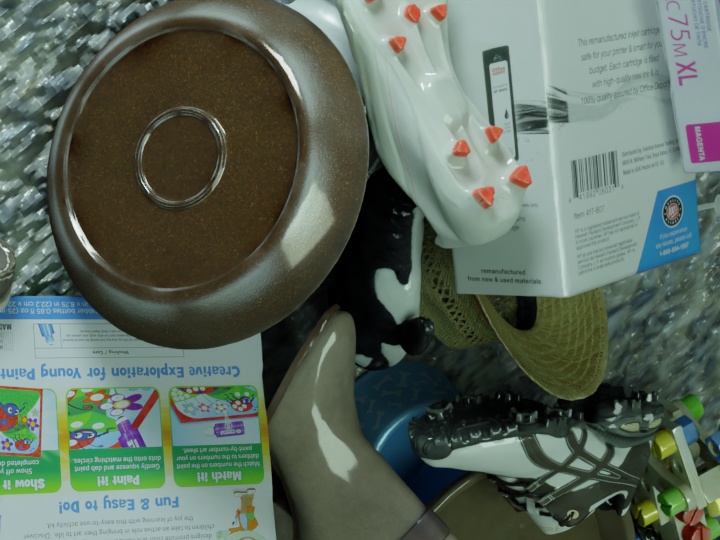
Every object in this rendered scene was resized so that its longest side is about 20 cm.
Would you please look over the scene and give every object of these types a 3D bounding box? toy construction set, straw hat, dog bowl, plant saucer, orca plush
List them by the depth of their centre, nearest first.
[{"bbox_3d":[-0.092,-0.058,1.036,0.201,0.200,0.032,-62,155,4],"label":"plant saucer"},{"bbox_3d":[0.000,0.000,1.144,0.071,0.200,0.106,-11,70,-16],"label":"orca plush"},{"bbox_3d":[0.071,-0.002,1.202,0.085,0.202,0.201,-22,128,28],"label":"straw hat"},{"bbox_3d":[0.096,0.210,1.275,0.199,0.029,0.201,-10,112,-25],"label":"plant saucer"},{"bbox_3d":[0.064,0.139,1.277,0.200,0.050,0.112,30,92,-33],"label":"dog bowl"},{"bbox_3d":[0.226,0.175,1.332,0.092,0.131,0.201,-13,114,-24],"label":"toy construction set"}]

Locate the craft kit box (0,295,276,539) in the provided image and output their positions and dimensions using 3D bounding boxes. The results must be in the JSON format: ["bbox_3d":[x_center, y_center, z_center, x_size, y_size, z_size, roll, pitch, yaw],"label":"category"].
[{"bbox_3d":[-0.146,0.115,1.100,0.199,0.048,0.199,1,74,-28],"label":"craft kit box"}]

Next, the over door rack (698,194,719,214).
[{"bbox_3d":[0.196,-0.103,1.252,0.199,0.066,0.149,-6,104,-41],"label":"over door rack"}]

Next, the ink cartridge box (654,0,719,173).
[{"bbox_3d":[0.221,-0.157,1.136,0.200,0.042,0.120,-58,140,-53],"label":"ink cartridge box"}]

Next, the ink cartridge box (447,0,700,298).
[{"bbox_3d":[0.118,-0.096,1.092,0.146,0.084,0.201,-14,102,-47],"label":"ink cartridge box"}]

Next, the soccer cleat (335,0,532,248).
[{"bbox_3d":[0.024,-0.104,1.030,0.069,0.078,0.201,-21,84,-33],"label":"soccer cleat"}]

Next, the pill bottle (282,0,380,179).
[{"bbox_3d":[-0.041,-0.083,1.101,0.111,0.111,0.201,32,91,-34],"label":"pill bottle"}]

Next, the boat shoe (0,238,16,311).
[{"bbox_3d":[-0.270,-0.025,1.012,0.199,0.072,0.060,16,124,-28],"label":"boat shoe"}]

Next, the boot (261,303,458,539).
[{"bbox_3d":[0.002,0.137,1.172,0.070,0.146,0.201,-34,153,-53],"label":"boot"}]

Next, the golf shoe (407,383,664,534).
[{"bbox_3d":[0.112,0.122,1.184,0.199,0.078,0.095,0,100,-38],"label":"golf shoe"}]
